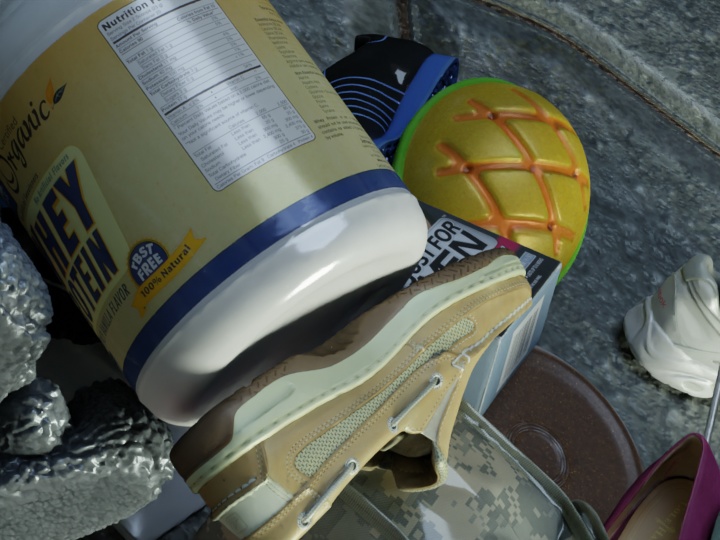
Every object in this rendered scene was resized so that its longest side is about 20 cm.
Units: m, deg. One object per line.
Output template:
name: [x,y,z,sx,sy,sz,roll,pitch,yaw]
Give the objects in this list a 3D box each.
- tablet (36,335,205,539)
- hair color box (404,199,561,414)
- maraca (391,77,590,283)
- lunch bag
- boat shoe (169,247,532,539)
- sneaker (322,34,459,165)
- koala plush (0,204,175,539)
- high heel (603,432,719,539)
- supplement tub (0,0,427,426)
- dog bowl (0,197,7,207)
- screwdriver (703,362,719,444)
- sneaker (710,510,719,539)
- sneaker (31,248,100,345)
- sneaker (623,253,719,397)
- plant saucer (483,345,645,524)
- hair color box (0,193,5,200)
tablet: [-0.098,0.058,0.985,0.130,0.014,0.200,44,40,12]
hair color box: [0.000,0.000,1.017,0.199,0.061,0.099,23,33,16]
maraca: [0.073,-0.031,1.130,0.137,0.107,0.201,32,63,-10]
lunch bag: [0.026,0.158,0.846,0.200,0.164,0.117,42,40,12]
boat shoe: [0.012,0.060,0.771,0.199,0.072,0.076,-31,80,-36]
sneaker: [-0.007,-0.085,1.163,0.077,0.071,0.200,19,41,16]
koala plush: [-0.208,0.024,0.829,0.178,0.183,0.201,58,7,-46]
high heel: [0.119,0.169,0.928,0.067,0.097,0.200,22,50,28]
supplement tub: [-0.080,-0.051,0.780,0.144,0.144,0.201,-22,71,-46]
dog bowl: [-0.140,-0.085,1.033,0.199,0.112,0.050,-7,40,-39]
screwdriver: [0.207,0.093,1.095,0.029,0.028,0.201,36,59,-38]
sneaker: [0.173,0.203,0.908,0.081,0.074,0.202,12,83,-28]
sneaker: [-0.094,0.020,0.961,0.199,0.074,0.079,32,33,-3]
sneaker: [0.277,0.051,1.185,0.199,0.100,0.078,21,41,-16]
plant saucer: [0.091,0.111,1.023,0.199,0.037,0.202,17,51,-22]
hair color box: [-0.113,-0.044,0.892,0.099,0.061,0.200,-32,77,-22]
